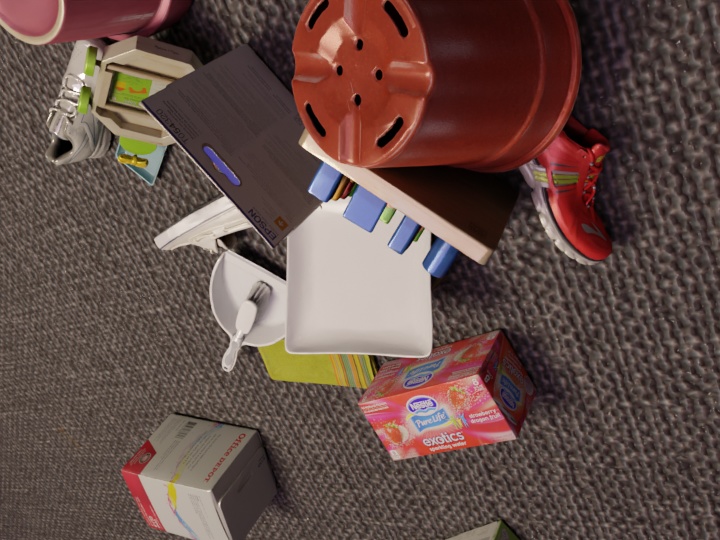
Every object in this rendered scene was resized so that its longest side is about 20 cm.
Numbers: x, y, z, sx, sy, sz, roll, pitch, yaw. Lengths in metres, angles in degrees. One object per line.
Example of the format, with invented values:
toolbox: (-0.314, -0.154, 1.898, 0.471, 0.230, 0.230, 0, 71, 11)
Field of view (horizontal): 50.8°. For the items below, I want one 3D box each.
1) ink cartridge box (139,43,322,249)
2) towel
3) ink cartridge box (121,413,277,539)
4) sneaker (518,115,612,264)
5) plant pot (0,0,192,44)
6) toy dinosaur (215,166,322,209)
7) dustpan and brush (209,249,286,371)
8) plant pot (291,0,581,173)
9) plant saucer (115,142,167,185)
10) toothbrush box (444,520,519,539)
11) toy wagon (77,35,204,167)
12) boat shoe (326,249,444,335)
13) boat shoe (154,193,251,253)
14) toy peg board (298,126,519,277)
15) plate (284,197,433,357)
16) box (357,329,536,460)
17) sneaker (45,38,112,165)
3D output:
ink cartridge box: (-0.120, -0.135, 0.829, 0.197, 0.200, 0.043, 48, 132, -6)
towel: (-0.065, 0.133, 1.104, 0.198, 0.018, 0.087, -1, 119, 32)
ink cartridge box: (-0.270, 0.358, 1.295, 0.198, 0.145, 0.146, 3, 123, 30)
sneaker: (0.209, -0.095, 0.744, 0.084, 0.077, 0.201, -20, 109, 33)
plant pot: (-0.306, -0.334, 0.819, 0.198, 0.179, 0.202, 16, 129, 21)
toy dinosaur: (-0.125, -0.149, 0.930, 0.198, 0.061, 0.107, 15, 142, 35)
dustpan and brush: (-0.167, 0.078, 1.093, 0.138, 0.058, 0.201, 29, 139, 1)
plant pot: (0.057, -0.174, 0.658, 0.199, 0.194, 0.204, 15, 112, 40)
plant saucer: (-0.271, -0.203, 0.998, 0.070, 0.019, 0.201, 38, 133, 3)
toothbrush box: (0.213, 0.490, 1.135, 0.200, 0.086, 0.145, 47, 133, -7)
toy wagon: (-0.261, -0.199, 0.921, 0.153, 0.040, 0.200, 11, 148, -22)
boat shoe: (0.028, 0.029, 0.945, 0.198, 0.068, 0.073, -28, 69, 25)
boat shoe: (-0.199, -0.055, 1.025, 0.198, 0.071, 0.070, -23, 105, 33)
toy peg board: (0.041, -0.067, 0.761, 0.199, 0.199, 0.098, 33, 117, 4)
plate: (0.000, 0.000, 0.905, 0.197, 0.032, 0.203, -2, 85, 29)
box: (0.108, 0.162, 0.965, 0.199, 0.096, 0.100, -21, 108, 39)
sneaker: (-0.367, -0.216, 1.000, 0.074, 0.087, 0.201, 33, 131, 10)
